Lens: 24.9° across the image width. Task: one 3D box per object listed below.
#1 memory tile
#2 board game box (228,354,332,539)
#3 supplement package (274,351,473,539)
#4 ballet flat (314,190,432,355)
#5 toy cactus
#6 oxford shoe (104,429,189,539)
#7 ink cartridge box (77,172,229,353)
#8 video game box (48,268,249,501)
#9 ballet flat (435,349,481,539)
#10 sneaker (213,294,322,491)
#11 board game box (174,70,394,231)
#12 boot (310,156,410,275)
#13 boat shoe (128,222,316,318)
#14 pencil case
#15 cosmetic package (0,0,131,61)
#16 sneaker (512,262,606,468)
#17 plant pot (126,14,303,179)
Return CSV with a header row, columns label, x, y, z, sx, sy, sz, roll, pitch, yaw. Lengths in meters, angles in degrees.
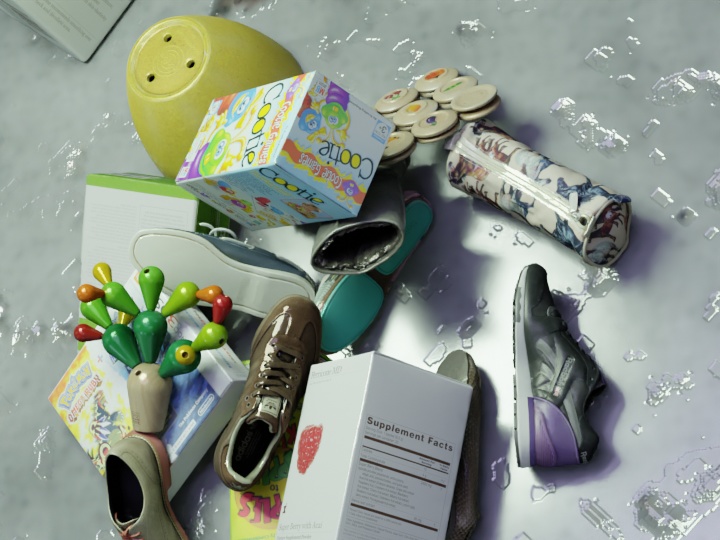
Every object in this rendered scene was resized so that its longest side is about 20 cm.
label,x,y,z,sx,sy,sz,roll,pitch,yaw
memory tile,0.035,-0.151,1.676,0.200,0.017,0.153,-28,28,-9
board game box,-0.078,0.186,1.642,0.101,0.048,0.200,-12,65,19
supplement package,0.010,0.192,1.534,0.121,0.120,0.200,-18,56,57
ballet flat,0.000,0.000,1.678,0.071,0.069,0.200,16,68,53
toy cactus,-0.211,0.079,1.617,0.200,0.102,0.165,7,99,27
oxford shoe,-0.220,0.264,1.624,0.070,0.075,0.200,-14,94,23
ink cartridge box,-0.227,0.000,1.774,0.148,0.076,0.200,9,98,27
video game box,-0.220,0.124,1.694,0.182,0.047,0.200,49,114,31
ballet flat,0.095,0.174,1.575,0.067,0.046,0.200,-31,47,49
sneaker,-0.082,0.123,1.582,0.070,0.076,0.200,20,91,-14
board game box,-0.076,-0.113,1.591,0.200,0.105,0.103,-4,59,56
boot,-0.026,-0.053,1.644,0.182,0.073,0.200,-27,31,23
boat shoe,-0.141,-0.004,1.686,0.200,0.062,0.075,13,111,-7
pencil case,0.174,-0.080,1.613,0.200,0.089,0.078,33,86,32
cosmetic package,-0.361,-0.393,1.935,0.166,0.167,0.200,33,85,31
sneaker,0.191,0.091,1.558,0.087,0.076,0.200,-2,72,8
plant pot,-0.178,-0.202,1.790,0.200,0.142,0.200,-9,65,21
